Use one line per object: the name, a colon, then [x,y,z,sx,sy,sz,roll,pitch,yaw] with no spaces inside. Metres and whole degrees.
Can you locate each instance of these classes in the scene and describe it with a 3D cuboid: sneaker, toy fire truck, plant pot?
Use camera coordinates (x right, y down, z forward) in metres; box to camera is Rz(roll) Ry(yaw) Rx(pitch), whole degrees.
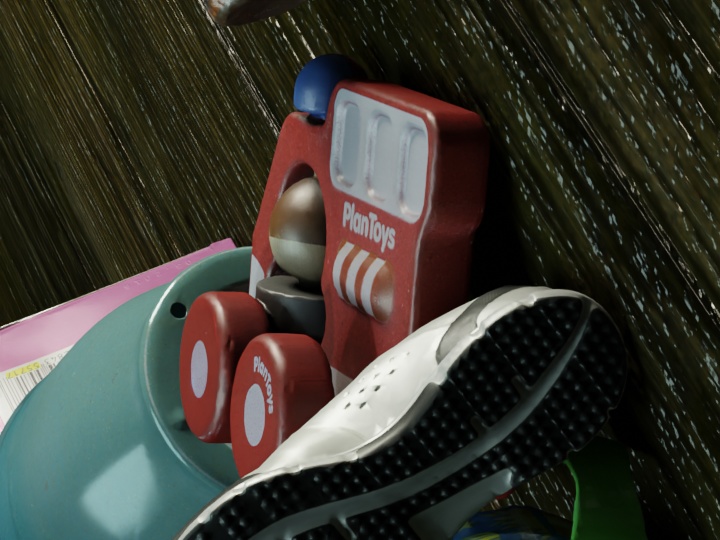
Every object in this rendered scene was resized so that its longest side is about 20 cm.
sneaker: [0.008,0.076,1.001,0.074,0.200,0.080,57,178,-14]
toy fire truck: [0.000,0.000,1.126,0.200,0.112,0.169,-148,62,-67]
plant pot: [-0.065,0.089,1.319,0.201,0.199,0.188,64,151,16]

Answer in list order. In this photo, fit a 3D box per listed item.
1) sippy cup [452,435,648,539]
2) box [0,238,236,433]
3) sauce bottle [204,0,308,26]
sippy cup: [0.066,0.157,1.037,0.140,0.178,0.130,43,-172,-20]
box: [-0.123,0.111,1.570,0.097,0.175,0.201,-124,19,-44]
sauce bottle: [-0.071,-0.203,1.138,0.066,0.066,0.201,130,119,-75]
